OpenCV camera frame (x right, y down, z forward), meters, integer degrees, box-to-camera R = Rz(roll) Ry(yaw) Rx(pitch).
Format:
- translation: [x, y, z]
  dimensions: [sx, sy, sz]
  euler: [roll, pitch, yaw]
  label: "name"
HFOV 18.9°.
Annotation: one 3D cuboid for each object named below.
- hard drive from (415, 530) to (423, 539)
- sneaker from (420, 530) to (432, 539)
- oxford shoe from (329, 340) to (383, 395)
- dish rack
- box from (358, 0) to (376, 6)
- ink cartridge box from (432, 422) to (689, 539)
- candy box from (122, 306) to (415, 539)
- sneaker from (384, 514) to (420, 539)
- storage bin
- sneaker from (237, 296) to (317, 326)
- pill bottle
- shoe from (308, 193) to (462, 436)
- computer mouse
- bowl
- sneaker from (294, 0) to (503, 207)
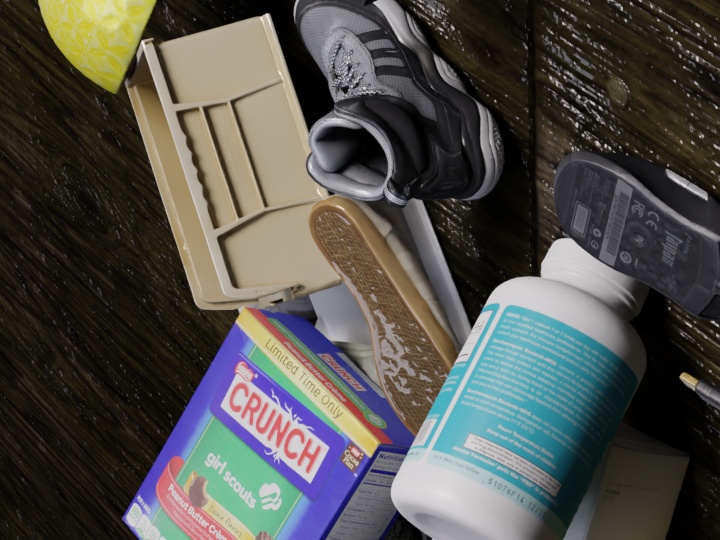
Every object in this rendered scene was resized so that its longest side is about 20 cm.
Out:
- translation: [0.016, 0.233, 1.703]
  dimensions: [0.132, 0.200, 0.025]
  euler: [49, 116, 26]
  label: "hard drive"
- translation: [0.087, 0.197, 1.644]
  dimensions: [0.200, 0.080, 0.074]
  euler: [66, -162, -6]
  label: "sneaker"
- translation: [0.021, 0.089, 1.623]
  dimensions: [0.075, 0.058, 0.200]
  euler: [34, 161, -28]
  label: "oxford shoe"
- translation: [0.000, 0.000, 1.667]
  dimensions: [0.200, 0.043, 0.172]
  euler: [0, 113, 60]
  label: "dish rack"
- translation: [0.030, -0.279, 1.266]
  dimensions: [0.132, 0.115, 0.200]
  euler: [54, 152, 20]
  label: "box"
- translation: [0.124, 0.190, 1.468]
  dimensions: [0.146, 0.083, 0.201]
  euler: [25, 100, 52]
  label: "ink cartridge box"
- translation: [-0.062, 0.157, 1.589]
  dimensions: [0.169, 0.077, 0.200]
  euler: [43, 109, 35]
  label: "candy box"
- translation: [0.017, 0.190, 1.692]
  dimensions: [0.077, 0.200, 0.089]
  euler: [-29, 107, 21]
  label: "sneaker"
- translation: [-0.092, -0.069, 1.572]
  dimensions: [0.200, 0.093, 0.199]
  euler: [161, 92, -79]
  label: "storage bin"
- translation: [-0.070, 0.061, 1.811]
  dimensions: [0.200, 0.075, 0.114]
  euler: [61, 152, -3]
  label: "sneaker"
- translation: [0.109, 0.082, 1.359]
  dimensions: [0.111, 0.200, 0.111]
  euler: [27, 164, 8]
  label: "pill bottle"
- translation: [0.035, 0.031, 1.467]
  dimensions: [0.070, 0.053, 0.200]
  euler: [-20, 101, 42]
  label: "shoe"
- translation: [0.202, 0.008, 1.306]
  dimensions: [0.200, 0.046, 0.141]
  euler: [30, 136, 30]
  label: "computer mouse"
- translation: [-0.186, -0.241, 1.577]
  dimensions: [0.107, 0.201, 0.200]
  euler: [24, 153, -8]
  label: "bowl"
- translation: [-0.001, -0.118, 1.446]
  dimensions: [0.200, 0.114, 0.076]
  euler: [48, 132, 24]
  label: "sneaker"
